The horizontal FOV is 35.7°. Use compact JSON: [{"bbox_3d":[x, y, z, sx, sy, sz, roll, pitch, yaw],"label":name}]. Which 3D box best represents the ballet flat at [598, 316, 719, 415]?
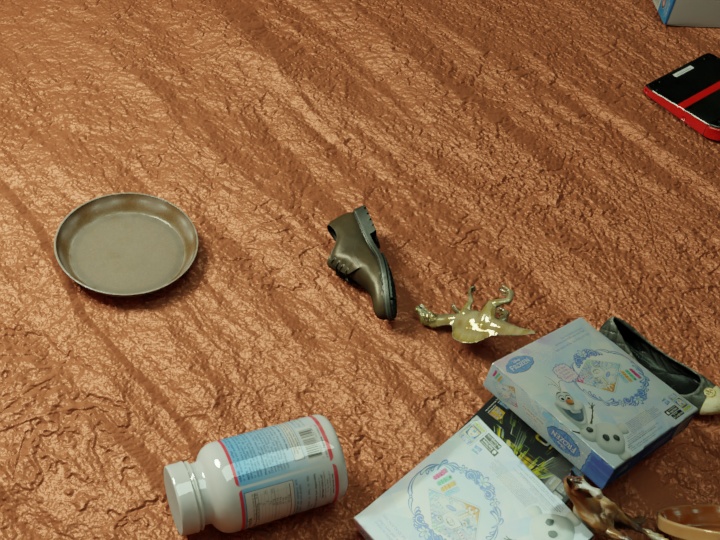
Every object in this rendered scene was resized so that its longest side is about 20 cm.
[{"bbox_3d":[0.413,0.136,1.542,0.200,0.057,0.066,32,52,19],"label":"ballet flat"}]

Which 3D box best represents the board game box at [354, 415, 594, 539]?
[{"bbox_3d":[0.131,0.306,1.313,0.199,0.043,0.200,-36,64,-19],"label":"board game box"}]

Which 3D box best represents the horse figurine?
[{"bbox_3d":[0.295,0.292,1.319,0.132,0.200,0.050,29,86,17],"label":"horse figurine"}]

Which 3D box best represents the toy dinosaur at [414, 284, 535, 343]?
[{"bbox_3d":[0.176,0.070,1.551,0.200,0.058,0.101,8,39,36],"label":"toy dinosaur"}]

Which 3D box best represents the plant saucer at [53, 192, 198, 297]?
[{"bbox_3d":[-0.332,-0.032,1.591,0.200,0.032,0.200,5,47,-6],"label":"plant saucer"}]

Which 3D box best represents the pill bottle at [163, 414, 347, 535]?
[{"bbox_3d":[-0.124,0.244,1.319,0.200,0.109,0.109,-12,51,-20],"label":"pill bottle"}]

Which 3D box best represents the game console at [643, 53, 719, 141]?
[{"bbox_3d":[0.634,-0.313,2.015,0.200,0.031,0.177,-28,53,-31],"label":"game console"}]

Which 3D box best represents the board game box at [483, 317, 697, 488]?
[{"bbox_3d":[0.293,0.162,1.426,0.200,0.043,0.199,-21,52,-42],"label":"board game box"}]

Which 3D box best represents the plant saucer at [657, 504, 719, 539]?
[{"bbox_3d":[0.454,0.309,1.324,0.200,0.200,0.032,1,89,-8],"label":"plant saucer"}]

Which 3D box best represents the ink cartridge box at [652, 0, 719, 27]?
[{"bbox_3d":[0.652,-0.596,2.191,0.144,0.147,0.200,0,48,-9],"label":"ink cartridge box"}]

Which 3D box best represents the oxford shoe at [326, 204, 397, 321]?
[{"bbox_3d":[0.000,0.000,1.602,0.084,0.073,0.200,-19,50,-4],"label":"oxford shoe"}]

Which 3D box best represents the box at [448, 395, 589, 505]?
[{"bbox_3d":[0.223,0.224,1.436,0.161,0.049,0.200,39,53,20],"label":"box"}]
